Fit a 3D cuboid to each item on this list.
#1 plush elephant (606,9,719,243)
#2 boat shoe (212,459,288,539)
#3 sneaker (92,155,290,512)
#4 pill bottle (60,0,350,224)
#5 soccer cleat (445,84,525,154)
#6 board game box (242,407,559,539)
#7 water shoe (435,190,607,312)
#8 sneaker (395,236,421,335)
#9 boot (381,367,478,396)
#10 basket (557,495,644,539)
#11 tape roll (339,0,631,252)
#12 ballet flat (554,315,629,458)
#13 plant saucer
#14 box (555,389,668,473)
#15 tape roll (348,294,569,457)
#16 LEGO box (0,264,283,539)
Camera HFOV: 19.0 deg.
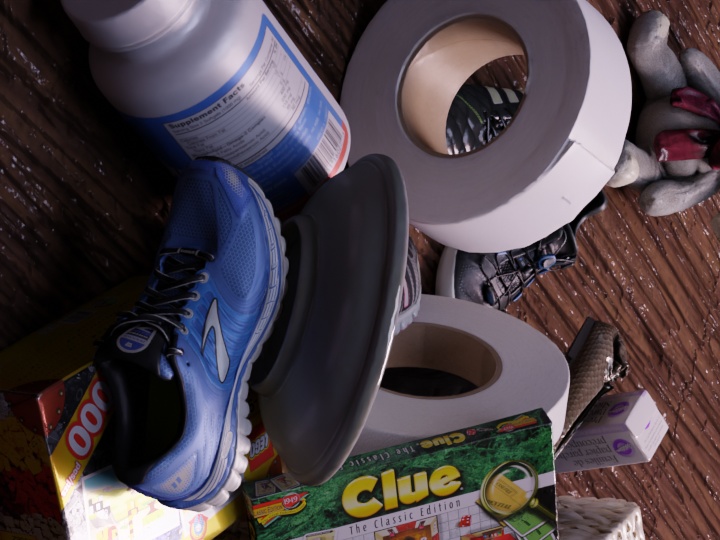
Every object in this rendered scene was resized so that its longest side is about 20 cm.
[{"bbox_3d":[0.320,-0.110,1.883,0.200,0.154,0.166,45,57,-48],"label":"plush elephant"},{"bbox_3d":[-0.085,0.206,1.392,0.063,0.073,0.202,30,76,-58],"label":"boat shoe"},{"bbox_3d":[-0.098,0.033,1.210,0.089,0.078,0.202,17,77,-56],"label":"sneaker"},{"bbox_3d":[-0.096,-0.121,1.303,0.200,0.112,0.113,52,52,-45],"label":"pill bottle"},{"bbox_3d":[0.116,-0.111,1.646,0.199,0.081,0.068,-15,106,-55],"label":"soccer cleat"},{"bbox_3d":[0.028,0.157,1.356,0.198,0.023,0.105,-14,118,-11],"label":"board game box"},{"bbox_3d":[0.126,-0.022,1.673,0.200,0.078,0.072,-55,135,-37],"label":"water shoe"},{"bbox_3d":[0.000,0.000,1.449,0.200,0.073,0.088,-57,155,-61],"label":"sneaker"},{"bbox_3d":[0.035,0.115,1.504,0.200,0.131,0.070,-53,135,-39],"label":"boot"},{"bbox_3d":[0.100,0.271,1.566,0.161,0.197,0.202,-33,120,-54],"label":"basket"},{"bbox_3d":[0.087,-0.117,1.495,0.071,0.201,0.204,30,69,-54],"label":"tape roll"},{"bbox_3d":[0.138,0.119,1.502,0.201,0.046,0.067,-60,177,-30],"label":"ballet flat"},{"bbox_3d":[-0.029,0.024,1.268,0.050,0.200,0.202,14,79,-16],"label":"plant saucer"},{"bbox_3d":[0.134,0.126,1.594,0.039,0.199,0.042,56,48,-21],"label":"box"},{"bbox_3d":[0.041,0.076,1.446,0.202,0.202,0.037,-31,133,-50],"label":"tape roll"},{"bbox_3d":[-0.142,0.101,1.287,0.200,0.077,0.150,-33,120,-50],"label":"LEGO box"}]
